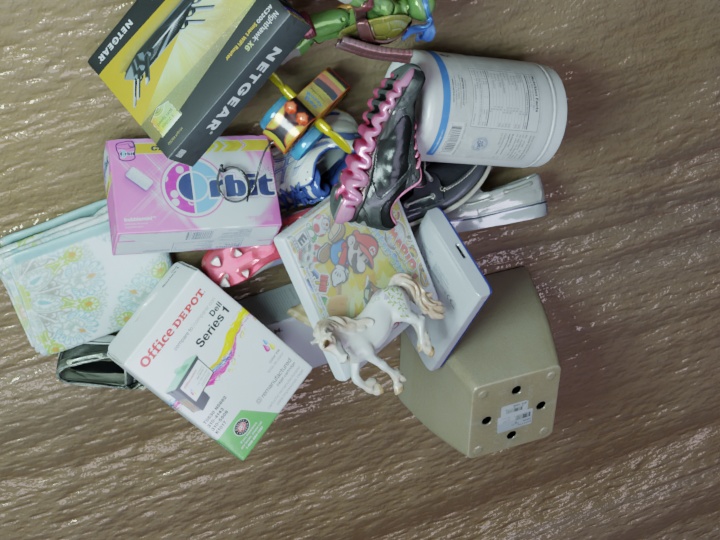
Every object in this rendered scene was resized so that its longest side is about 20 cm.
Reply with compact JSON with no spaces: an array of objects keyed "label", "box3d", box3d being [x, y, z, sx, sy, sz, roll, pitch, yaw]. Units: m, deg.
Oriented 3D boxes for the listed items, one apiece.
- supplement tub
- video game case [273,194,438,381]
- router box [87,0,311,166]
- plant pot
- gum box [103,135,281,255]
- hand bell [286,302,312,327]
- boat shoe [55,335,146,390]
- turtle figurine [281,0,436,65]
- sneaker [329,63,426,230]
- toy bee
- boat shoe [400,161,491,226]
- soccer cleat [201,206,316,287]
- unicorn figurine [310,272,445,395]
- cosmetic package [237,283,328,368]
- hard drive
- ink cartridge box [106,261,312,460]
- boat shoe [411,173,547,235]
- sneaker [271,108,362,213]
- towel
[{"label":"supplement tub","box3d":[0.135,-0.194,1.506,0.198,0.132,0.133,1,124,-28]},{"label":"video game case","box3d":[0.000,0.000,1.499,0.182,0.023,0.202,-39,117,-32]},{"label":"router box","box3d":[-0.171,-0.237,1.303,0.200,0.157,0.052,-48,159,13]},{"label":"plant pot","box3d":[0.179,0.143,1.754,0.198,0.177,0.202,-13,129,-17]},{"label":"gum box","box3d":[-0.188,-0.087,1.419,0.198,0.115,0.066,-4,161,-18]},{"label":"hand bell","box3d":[-0.004,-0.017,1.548,0.104,0.104,0.202,25,90,-37]},{"label":"boat shoe","box3d":[-0.278,0.120,1.547,0.197,0.064,0.071,0,125,-2]},{"label":"turtle figurine","box3d":[-0.027,-0.310,1.348,0.192,0.145,0.201,-21,127,11]},{"label":"sneaker","box3d":[0.039,-0.135,1.416,0.095,0.079,0.202,20,107,-13]},{"label":"toy bee","box3d":[-0.066,-0.164,1.392,0.130,0.202,0.109,25,152,-13]},{"label":"boat shoe","box3d":[0.074,-0.105,1.584,0.199,0.073,0.063,-30,132,5]},{"label":"soccer cleat","box3d":[-0.099,-0.036,1.514,0.198,0.077,0.067,-21,111,-7]},{"label":"unicorn figurine","box3d":[0.015,0.079,1.468,0.073,0.201,0.138,-16,119,43]},{"label":"cosmetic package","box3d":[-0.105,0.083,1.639,0.198,0.074,0.102,-18,130,-11]},{"label":"hard drive","box3d":[0.096,0.028,1.608,0.025,0.133,0.200,-20,157,-27]},{"label":"ink cartridge box","box3d":[-0.182,0.108,1.502,0.200,0.084,0.145,42,79,-24]},{"label":"boat shoe","box3d":[0.148,-0.088,1.639,0.198,0.072,0.067,-10,96,-1]},{"label":"sneaker","box3d":[-0.080,-0.110,1.495,0.200,0.088,0.075,-41,134,10]},{"label":"towel","box3d":[-0.325,0.005,1.490,0.198,0.048,0.172,-20,134,-11]}]
